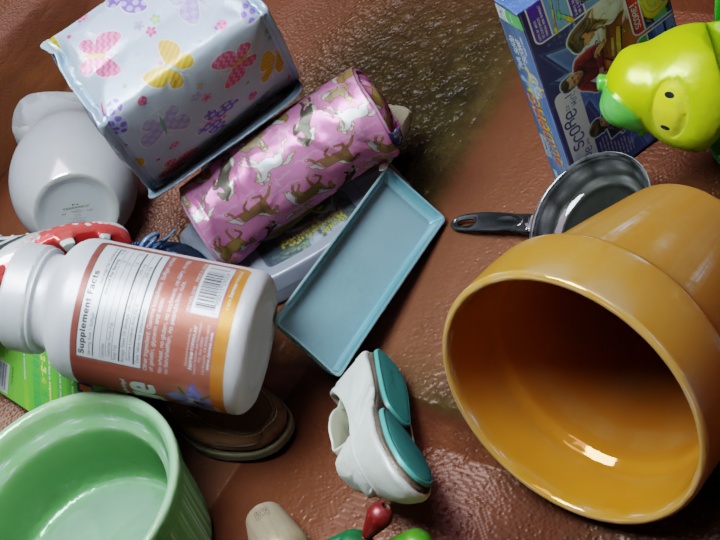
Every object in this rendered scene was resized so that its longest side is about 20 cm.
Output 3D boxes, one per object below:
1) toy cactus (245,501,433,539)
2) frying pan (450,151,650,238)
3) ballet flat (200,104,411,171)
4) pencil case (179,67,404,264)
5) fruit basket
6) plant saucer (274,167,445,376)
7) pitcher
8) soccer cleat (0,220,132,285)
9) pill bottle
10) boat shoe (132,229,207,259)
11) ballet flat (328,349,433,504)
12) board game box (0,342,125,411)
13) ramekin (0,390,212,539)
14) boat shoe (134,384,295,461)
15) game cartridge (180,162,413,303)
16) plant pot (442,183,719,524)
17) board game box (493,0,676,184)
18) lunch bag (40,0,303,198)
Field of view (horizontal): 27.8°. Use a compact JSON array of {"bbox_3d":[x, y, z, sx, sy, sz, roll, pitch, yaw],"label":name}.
[{"bbox_3d":[-0.051,0.219,1.019,0.199,0.102,0.165,-39,34,0],"label":"toy cactus"},{"bbox_3d":[0.158,-0.026,1.179,0.189,0.031,0.116,-27,48,32],"label":"frying pan"},{"bbox_3d":[-0.051,-0.115,1.296,0.198,0.063,0.068,-20,43,7],"label":"ballet flat"},{"bbox_3d":[-0.059,-0.086,1.237,0.199,0.083,0.087,-32,79,8],"label":"pencil case"},{"bbox_3d":[0.291,-0.138,1.093,0.215,0.216,0.156,-33,43,-7],"label":"fruit basket"},{"bbox_3d":[0.000,0.000,1.198,0.019,0.070,0.201,-41,10,50],"label":"plant saucer"},{"bbox_3d":[-0.256,-0.108,1.416,0.170,0.122,0.201,-12,31,-6],"label":"pitcher"},{"bbox_3d":[-0.294,-0.005,1.240,0.198,0.069,0.085,-23,38,-16],"label":"soccer cleat"},{"bbox_3d":[-0.171,0.038,1.117,0.198,0.113,0.113,11,52,8],"label":"pill bottle"},{"bbox_3d":[-0.164,0.006,1.255,0.199,0.068,0.085,15,86,51],"label":"boat shoe"},{"bbox_3d":[0.009,0.126,1.067,0.069,0.070,0.200,-23,22,4],"label":"ballet flat"},{"bbox_3d":[-0.257,0.084,1.242,0.030,0.097,0.199,-6,22,-44],"label":"board game box"},{"bbox_3d":[-0.209,0.200,1.099,0.198,0.098,0.201,-14,44,14],"label":"ramekin"},{"bbox_3d":[-0.141,0.093,1.188,0.199,0.068,0.072,19,58,37],"label":"boat shoe"},{"bbox_3d":[-0.055,-0.043,1.301,0.199,0.041,0.133,-33,47,-6],"label":"game cartridge"},{"bbox_3d":[0.187,0.038,1.003,0.199,0.202,0.183,14,41,36],"label":"plant pot"},{"bbox_3d":[0.195,-0.172,1.177,0.135,0.201,0.034,-36,43,-10],"label":"board game box"},{"bbox_3d":[-0.142,-0.155,1.208,0.169,0.200,0.128,-36,71,-5],"label":"lunch bag"}]
